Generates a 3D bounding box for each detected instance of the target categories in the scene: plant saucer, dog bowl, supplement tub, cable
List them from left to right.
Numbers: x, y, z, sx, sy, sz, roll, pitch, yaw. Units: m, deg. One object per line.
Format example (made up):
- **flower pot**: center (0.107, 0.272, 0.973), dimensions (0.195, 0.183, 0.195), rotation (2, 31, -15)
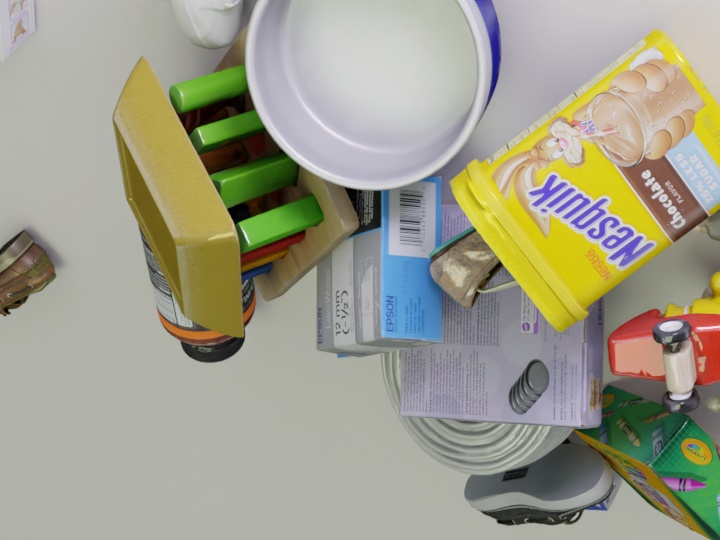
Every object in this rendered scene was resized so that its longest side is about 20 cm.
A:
- **plant saucer**: center (-0.167, -0.054, 1.426), dimensions (0.201, 0.048, 0.201), rotation (61, 164, 24)
- **supplement tub**: center (-0.162, 0.001, 1.633), dimensions (0.106, 0.107, 0.201), rotation (17, 139, 21)
- **dog bowl**: center (0.012, -0.172, 1.286), dimensions (0.198, 0.079, 0.202), rotation (6, 113, 14)
- **cable**: center (0.113, 0.088, 1.489), dimensions (0.199, 0.069, 0.202), rotation (-18, 87, 36)

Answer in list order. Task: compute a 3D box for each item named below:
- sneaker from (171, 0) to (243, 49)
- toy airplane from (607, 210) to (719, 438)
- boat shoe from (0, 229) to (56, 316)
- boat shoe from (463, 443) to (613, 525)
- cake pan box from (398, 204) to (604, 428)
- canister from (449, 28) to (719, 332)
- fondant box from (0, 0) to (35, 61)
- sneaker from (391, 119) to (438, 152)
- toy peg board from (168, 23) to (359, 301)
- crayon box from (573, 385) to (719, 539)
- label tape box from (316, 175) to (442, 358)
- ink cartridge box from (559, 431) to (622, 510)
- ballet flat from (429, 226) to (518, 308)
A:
- **sneaker**: center (-0.097, -0.258, 1.341), dimensions (0.115, 0.074, 0.201), rotation (21, 139, 22)
- **toy airplane**: center (0.324, 0.041, 1.314), dimensions (0.198, 0.141, 0.201), rotation (31, 106, -12)
- **boat shoe**: center (-0.425, 0.024, 1.877), dimensions (0.068, 0.072, 0.199), rotation (47, 141, -13)
- **boat shoe**: center (0.183, 0.220, 1.565), dimensions (0.066, 0.070, 0.199), rotation (43, 145, -21)
- **cake pan box**: center (0.122, 0.034, 1.405), dimensions (0.182, 0.052, 0.203), rotation (-1, 87, 30)
- **canister**: center (0.190, -0.070, 1.237), dimensions (0.199, 0.087, 0.149), rotation (-37, 106, 11)
- **fondant box**: center (-0.385, -0.311, 1.511), dimensions (0.143, 0.058, 0.201), rotation (25, 142, 13)
- **sneaker**: center (-0.005, -0.135, 1.399), dimensions (0.198, 0.075, 0.100), rotation (-6, 127, 40)
- **toy peg board**: center (-0.117, -0.082, 1.434), dimensions (0.202, 0.097, 0.199), rotation (65, 150, 8)
- **crayon box**: center (0.279, 0.175, 1.448), dimensions (0.119, 0.058, 0.200), rotation (44, 175, -11)
- **label tape box**: center (0.000, 0.000, 1.434), dimensions (0.065, 0.145, 0.199), rotation (4, 171, -28)
- **ink cartridge box**: center (0.176, 0.153, 1.589), dimensions (0.093, 0.044, 0.201), rotation (-5, 127, 42)
- **ballet flat**: center (0.151, -0.036, 1.326), dimensions (0.199, 0.068, 0.068), rotation (-35, 77, 12)
